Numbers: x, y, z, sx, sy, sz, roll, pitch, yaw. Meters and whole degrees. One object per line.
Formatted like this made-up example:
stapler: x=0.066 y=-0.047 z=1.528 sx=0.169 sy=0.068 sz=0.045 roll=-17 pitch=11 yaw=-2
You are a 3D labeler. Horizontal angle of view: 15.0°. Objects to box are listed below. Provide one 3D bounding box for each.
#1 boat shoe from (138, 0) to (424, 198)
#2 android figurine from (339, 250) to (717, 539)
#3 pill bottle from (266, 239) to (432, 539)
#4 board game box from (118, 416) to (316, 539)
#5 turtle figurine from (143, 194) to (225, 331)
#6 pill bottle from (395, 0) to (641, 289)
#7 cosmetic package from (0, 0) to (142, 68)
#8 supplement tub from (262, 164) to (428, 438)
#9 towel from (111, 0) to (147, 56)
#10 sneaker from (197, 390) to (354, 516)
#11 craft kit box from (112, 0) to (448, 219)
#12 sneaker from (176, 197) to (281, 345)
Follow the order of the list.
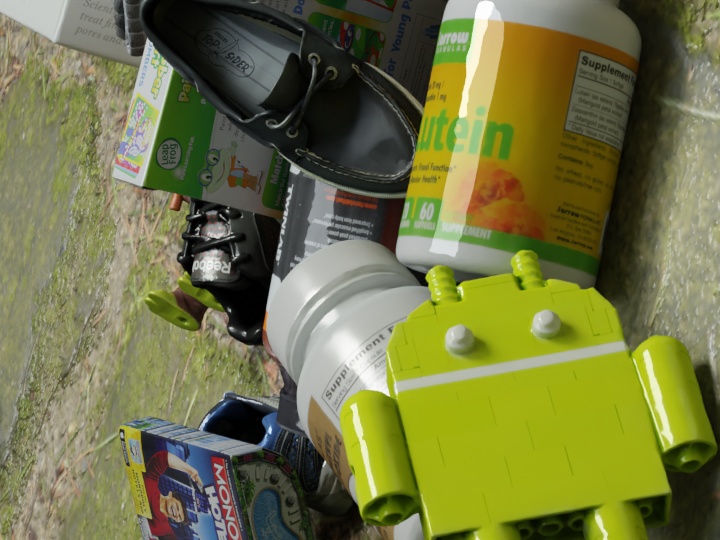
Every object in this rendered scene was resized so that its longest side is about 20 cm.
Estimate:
boat shoe: x=-0.044 y=-0.106 z=1.537 sx=0.199 sy=0.066 sz=0.075 roll=39 pitch=100 yaw=18
android figurine: x=0.081 y=0.076 z=1.362 sx=0.041 sy=0.181 sz=0.201 roll=87 pitch=173 yaw=-54
pill bottle: x=0.030 y=0.075 z=1.482 sx=0.200 sy=0.114 sz=0.115 roll=51 pitch=124 yaw=44
board game box: x=-0.056 y=0.190 z=1.643 sx=0.199 sy=0.061 sz=0.202 roll=8 pitch=113 yaw=57
turtle figurine: x=-0.088 y=-0.037 z=1.878 sx=0.199 sy=0.064 sz=0.162 roll=-9 pitch=46 yaw=46
pill bottle: x=0.091 y=-0.091 z=1.485 sx=0.111 sy=0.110 sz=0.202 roll=3 pitch=80 yaw=64
cosmetic package: x=-0.157 y=-0.240 z=2.015 sx=0.200 sy=0.164 sz=0.166 roll=33 pitch=108 yaw=65
supplement tub: x=0.000 y=0.000 z=1.629 sx=0.107 sy=0.106 sz=0.202 roll=-158 pitch=77 yaw=-65
towel: x=-0.082 y=-0.228 z=1.707 sx=0.201 sy=0.164 sz=0.086 roll=88 pitch=161 yaw=-46
sneaker: x=-0.070 y=0.106 z=1.750 sx=0.200 sy=0.085 sz=0.078 roll=-6 pitch=66 yaw=63
craft kit box: x=-0.036 y=-0.129 z=1.666 sx=0.048 sy=0.197 sz=0.202 roll=18 pitch=93 yaw=52
sneaker: x=-0.076 y=-0.040 z=1.725 sx=0.070 sy=0.098 sz=0.202 roll=1 pitch=118 yaw=40
